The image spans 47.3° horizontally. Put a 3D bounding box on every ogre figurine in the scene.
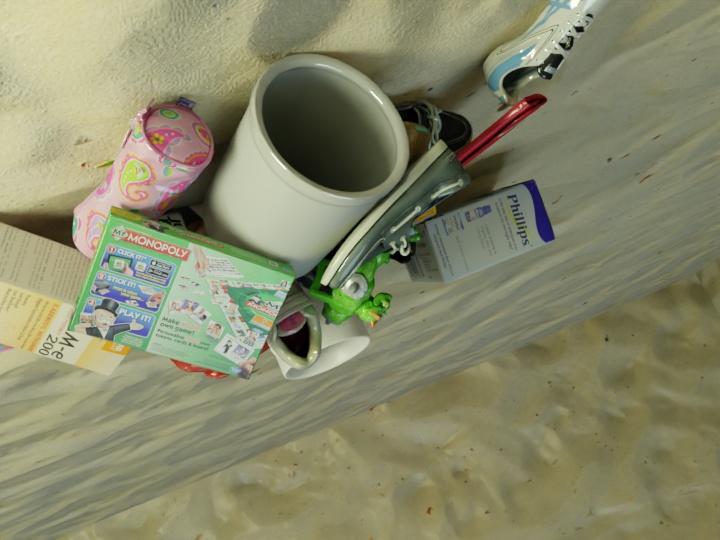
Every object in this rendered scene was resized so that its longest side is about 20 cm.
[{"bbox_3d":[0.000,0.000,0.991,0.200,0.098,0.120,-15,-139,59],"label":"ogre figurine"}]

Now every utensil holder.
[{"bbox_3d":[-0.067,-0.101,0.884,0.169,0.171,0.200,-13,162,-33],"label":"utensil holder"}]

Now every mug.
[{"bbox_3d":[-0.092,0.055,1.272,0.147,0.176,0.200,-28,162,11],"label":"mug"}]

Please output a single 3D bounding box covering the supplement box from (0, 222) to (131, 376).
[{"bbox_3d":[-0.342,0.033,0.901,0.199,0.074,0.126,21,139,-24],"label":"supplement box"}]

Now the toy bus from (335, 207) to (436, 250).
[{"bbox_3d":[0.010,-0.076,1.223,0.199,0.065,0.078,-26,164,2],"label":"toy bus"}]

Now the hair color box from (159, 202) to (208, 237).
[{"bbox_3d":[-0.191,-0.029,1.027,0.199,0.100,0.061,-15,159,-28],"label":"hair color box"}]

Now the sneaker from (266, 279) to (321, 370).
[{"bbox_3d":[-0.097,0.036,0.982,0.081,0.201,0.088,-36,-155,-11],"label":"sneaker"}]

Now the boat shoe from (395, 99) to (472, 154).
[{"bbox_3d":[0.068,-0.174,1.007,0.198,0.074,0.068,-2,168,-31],"label":"boat shoe"}]

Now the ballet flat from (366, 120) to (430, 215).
[{"bbox_3d":[0.018,-0.112,0.971,0.072,0.068,0.200,-18,162,-39],"label":"ballet flat"}]

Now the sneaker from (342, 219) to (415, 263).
[{"bbox_3d":[-0.006,-0.065,1.108,0.198,0.091,0.076,15,121,-24],"label":"sneaker"}]

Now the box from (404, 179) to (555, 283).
[{"bbox_3d":[0.181,-0.060,1.344,0.199,0.106,0.184,-21,-176,-12],"label":"box"}]

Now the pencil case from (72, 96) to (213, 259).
[{"bbox_3d":[-0.227,-0.088,0.848,0.087,0.088,0.200,-7,154,-44],"label":"pencil case"}]

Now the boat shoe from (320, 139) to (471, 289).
[{"bbox_3d":[0.039,-0.048,0.873,0.200,0.062,0.073,-48,-173,-7],"label":"boat shoe"}]

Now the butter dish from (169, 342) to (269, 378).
[{"bbox_3d":[-0.199,0.076,1.112,0.198,0.149,0.199,-14,-156,-24],"label":"butter dish"}]

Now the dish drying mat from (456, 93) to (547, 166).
[{"bbox_3d":[0.146,-0.153,1.040,0.200,0.018,0.077,-38,177,34],"label":"dish drying mat"}]

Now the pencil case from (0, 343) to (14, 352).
[{"bbox_3d":[-0.430,0.060,0.990,0.199,0.089,0.089,-21,162,-17],"label":"pencil case"}]

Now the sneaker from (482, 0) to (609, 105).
[{"bbox_3d":[0.227,-0.270,0.953,0.072,0.073,0.200,-2,150,-47],"label":"sneaker"}]

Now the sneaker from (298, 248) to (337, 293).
[{"bbox_3d":[-0.056,0.006,1.119,0.079,0.076,0.200,-8,174,17],"label":"sneaker"}]

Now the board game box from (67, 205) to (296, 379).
[{"bbox_3d":[-0.184,0.028,0.856,0.199,0.029,0.135,19,108,-22],"label":"board game box"}]
